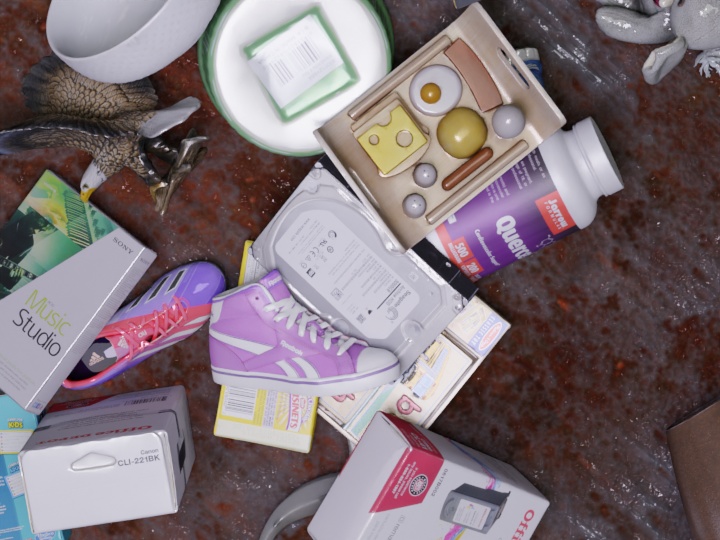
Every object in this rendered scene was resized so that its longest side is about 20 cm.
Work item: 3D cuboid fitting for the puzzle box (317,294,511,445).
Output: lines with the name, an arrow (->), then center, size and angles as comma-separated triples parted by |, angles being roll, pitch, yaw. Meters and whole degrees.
puzzle box -> 0.043, 0.091, 1.748 | 0.133, 0.025, 0.201 | 38, 96, 4

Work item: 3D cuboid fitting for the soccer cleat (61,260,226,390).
soccer cleat -> -0.221, 0.060, 1.727 | 0.199, 0.073, 0.069 | -31, 97, 4

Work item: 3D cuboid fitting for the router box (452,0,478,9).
router box -> 0.160, -0.339, 1.633 | 0.198, 0.158, 0.053 | -20, 126, 3

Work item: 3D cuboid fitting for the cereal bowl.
cereal bowl -> -0.203, -0.258, 1.638 | 0.200, 0.200, 0.083 | -41, 130, 5

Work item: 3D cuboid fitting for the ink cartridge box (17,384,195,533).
ink cartridge box -> -0.245, 0.182, 1.680 | 0.143, 0.200, 0.085 | -9, 98, 1

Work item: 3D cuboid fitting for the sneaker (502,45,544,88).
sneaker -> 0.095, -0.151, 1.700 | 0.198, 0.079, 0.090 | -21, 95, 2

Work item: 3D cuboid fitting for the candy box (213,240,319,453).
candy box -> -0.084, 0.077, 1.739 | 0.101, 0.026, 0.202 | 10, 91, 4

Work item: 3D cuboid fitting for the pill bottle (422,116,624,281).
pill bottle -> 0.153, -0.072, 1.680 | 0.199, 0.112, 0.113 | -26, 98, 14

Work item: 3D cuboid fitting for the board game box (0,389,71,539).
board game box -> -0.393, 0.195, 1.757 | 0.149, 0.047, 0.202 | -11, 98, 1

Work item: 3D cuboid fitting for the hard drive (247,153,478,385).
hard drive -> 0.000, 0.000, 1.669 | 0.200, 0.038, 0.140 | 43, 125, 0

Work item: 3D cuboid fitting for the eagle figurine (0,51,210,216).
eagle figurine -> -0.256, -0.134, 1.655 | 0.199, 0.152, 0.152 | 32, 84, -4

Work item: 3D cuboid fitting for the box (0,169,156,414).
box -> -0.316, 0.020, 1.701 | 0.144, 0.036, 0.201 | 36, 88, 20

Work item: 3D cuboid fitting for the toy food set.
toy food set -> 0.073, -0.133, 1.597 | 0.199, 0.060, 0.144 | -38, 89, -2

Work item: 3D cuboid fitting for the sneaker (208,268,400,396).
sneaker -> -0.058, 0.058, 1.663 | 0.198, 0.073, 0.116 | 3, 103, 17

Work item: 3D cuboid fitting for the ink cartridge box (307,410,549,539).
ink cartridge box -> 0.070, 0.246, 1.710 | 0.199, 0.086, 0.149 | 24, 99, -33

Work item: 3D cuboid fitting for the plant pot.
plant pot -> 0.398, 0.224, 1.722 | 0.186, 0.187, 0.201 | -32, 83, 4

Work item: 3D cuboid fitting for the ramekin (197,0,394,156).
ramekin -> -0.061, -0.207, 1.665 | 0.198, 0.098, 0.202 | -1, 106, -4

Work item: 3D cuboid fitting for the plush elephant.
plush elephant -> 0.313, -0.267, 1.647 | 0.164, 0.155, 0.201 | -37, 96, 4

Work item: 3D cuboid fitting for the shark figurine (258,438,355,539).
shark figurine -> -0.039, 0.248, 1.751 | 0.213, 0.090, 0.129 | -23, 96, 0
